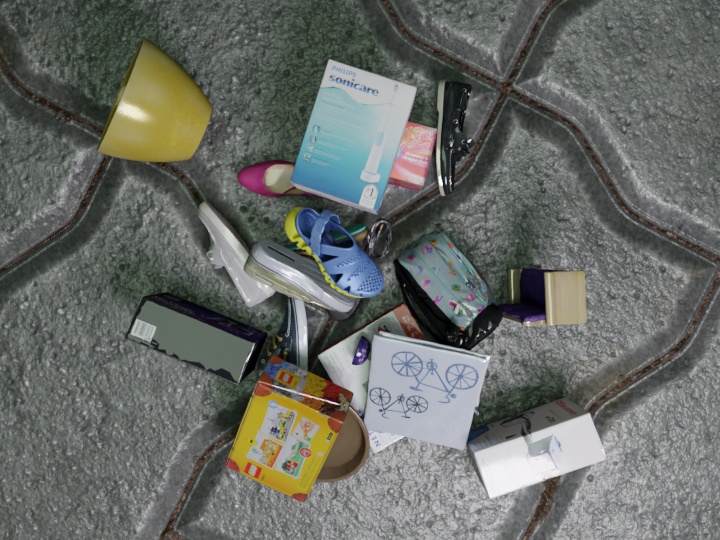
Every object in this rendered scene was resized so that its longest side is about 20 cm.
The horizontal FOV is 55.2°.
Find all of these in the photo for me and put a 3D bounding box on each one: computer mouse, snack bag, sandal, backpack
[{"bbox_3d":[0.000,0.000,1.200,0.058,0.034,0.201,31,102,2],"label":"computer mouse"},{"bbox_3d":[0.103,0.202,1.127,0.187,0.021,0.201,10,118,8],"label":"snack bag"},{"bbox_3d":[-0.033,-0.029,1.116,0.200,0.087,0.080,41,61,-20],"label":"sandal"},{"bbox_3d":[0.147,0.035,1.162,0.126,0.167,0.200,-36,77,-8],"label":"backpack"}]

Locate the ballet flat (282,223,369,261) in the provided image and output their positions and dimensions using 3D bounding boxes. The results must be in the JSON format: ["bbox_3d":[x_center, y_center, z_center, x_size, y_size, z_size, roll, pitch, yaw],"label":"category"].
[{"bbox_3d":[-0.076,-0.023,1.197,0.199,0.068,0.073,-16,107,-9],"label":"ballet flat"}]

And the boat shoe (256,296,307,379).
[{"bbox_3d":[-0.137,0.133,1.196,0.090,0.071,0.202,-2,93,-5],"label":"boat shoe"}]

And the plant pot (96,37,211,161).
[{"bbox_3d":[-0.334,-0.262,1.150,0.141,0.200,0.201,22,92,-25],"label":"plant pot"}]

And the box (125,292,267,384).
[{"bbox_3d":[-0.271,0.110,1.165,0.199,0.141,0.079,22,89,0],"label":"box"}]

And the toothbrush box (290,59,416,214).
[{"bbox_3d":[-0.010,-0.207,1.087,0.145,0.085,0.202,17,91,1],"label":"toothbrush box"}]

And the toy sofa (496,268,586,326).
[{"bbox_3d":[0.285,0.039,1.128,0.097,0.200,0.084,-2,92,-4],"label":"toy sofa"}]

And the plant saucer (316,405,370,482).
[{"bbox_3d":[-0.078,0.279,1.185,0.198,0.030,0.201,6,118,12],"label":"plant saucer"}]

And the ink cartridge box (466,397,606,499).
[{"bbox_3d":[0.286,0.295,1.159,0.199,0.146,0.086,-21,89,1],"label":"ink cartridge box"}]

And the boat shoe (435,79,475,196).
[{"bbox_3d":[0.166,-0.229,1.187,0.066,0.074,0.201,1,82,12],"label":"boat shoe"}]

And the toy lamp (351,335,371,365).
[{"bbox_3d":[0.087,0.165,1.155,0.199,0.058,0.059,20,91,0],"label":"toy lamp"}]

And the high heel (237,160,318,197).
[{"bbox_3d":[-0.118,-0.155,1.180,0.198,0.096,0.068,10,91,0],"label":"high heel"}]

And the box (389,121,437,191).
[{"bbox_3d":[0.022,-0.212,1.177,0.198,0.095,0.103,15,90,0],"label":"box"}]

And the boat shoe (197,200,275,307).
[{"bbox_3d":[-0.230,-0.026,1.203,0.068,0.072,0.201,-36,100,1],"label":"boat shoe"}]

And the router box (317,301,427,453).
[{"bbox_3d":[0.051,0.187,1.208,0.179,0.049,0.201,-31,91,1],"label":"router box"}]

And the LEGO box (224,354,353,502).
[{"bbox_3d":[-0.118,0.262,1.125,0.148,0.077,0.201,25,120,1],"label":"LEGO box"}]

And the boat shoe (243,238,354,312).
[{"bbox_3d":[-0.102,0.017,1.153,0.199,0.072,0.062,32,122,-18],"label":"boat shoe"}]
